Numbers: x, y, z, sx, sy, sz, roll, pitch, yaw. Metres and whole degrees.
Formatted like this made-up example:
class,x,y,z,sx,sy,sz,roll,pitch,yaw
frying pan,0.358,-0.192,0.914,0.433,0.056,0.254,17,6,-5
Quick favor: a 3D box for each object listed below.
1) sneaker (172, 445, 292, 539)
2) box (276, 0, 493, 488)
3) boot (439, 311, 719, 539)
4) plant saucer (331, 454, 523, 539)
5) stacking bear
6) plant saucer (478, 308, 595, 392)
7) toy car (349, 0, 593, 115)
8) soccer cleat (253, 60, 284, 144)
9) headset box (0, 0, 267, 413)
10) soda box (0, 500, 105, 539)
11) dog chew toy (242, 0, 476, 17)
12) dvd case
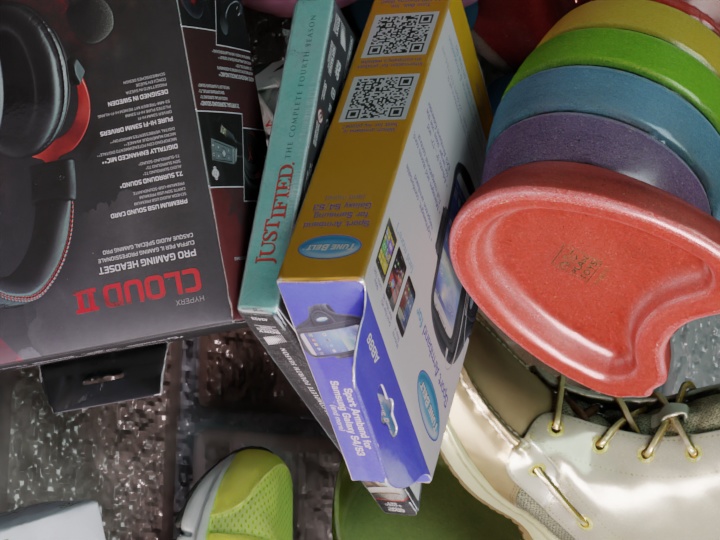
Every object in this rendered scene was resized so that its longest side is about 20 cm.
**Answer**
class,x,y,z,sx,sy,sz,roll,pitch,yaw
sneaker,-0.030,0.167,0.913,0.078,0.090,0.201,54,29,-55
box,0.015,-0.010,0.874,0.119,0.041,0.201,71,29,-42
boot,0.125,0.068,0.952,0.200,0.154,0.072,51,33,-26
plant saucer,0.062,0.153,1.004,0.199,0.031,0.201,26,40,-24
stacking bear,0.120,-0.069,0.912,0.113,0.122,0.201,27,55,-3
plant saucer,0.116,-0.016,1.053,0.200,0.201,0.037,-11,46,-37
toy car,0.132,-0.165,1.044,0.177,0.200,0.185,45,59,-22
soccer cleat,-0.038,-0.067,0.974,0.199,0.085,0.069,-15,91,-38
headset box,-0.117,-0.045,0.867,0.075,0.148,0.201,-6,86,-71
soda box,-0.127,0.200,0.881,0.068,0.064,0.201,-14,92,-38
dog chew toy,0.019,-0.168,0.942,0.199,0.125,0.125,6,79,-13
dvd case,0.000,0.000,0.918,0.200,0.022,0.147,56,37,-56
